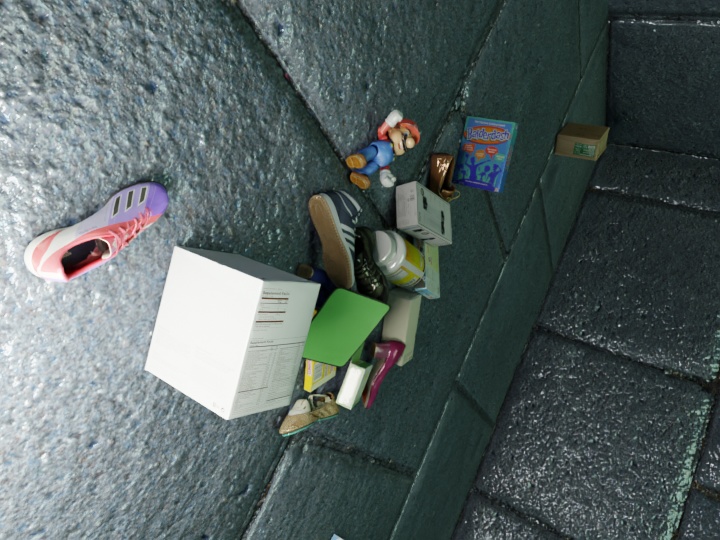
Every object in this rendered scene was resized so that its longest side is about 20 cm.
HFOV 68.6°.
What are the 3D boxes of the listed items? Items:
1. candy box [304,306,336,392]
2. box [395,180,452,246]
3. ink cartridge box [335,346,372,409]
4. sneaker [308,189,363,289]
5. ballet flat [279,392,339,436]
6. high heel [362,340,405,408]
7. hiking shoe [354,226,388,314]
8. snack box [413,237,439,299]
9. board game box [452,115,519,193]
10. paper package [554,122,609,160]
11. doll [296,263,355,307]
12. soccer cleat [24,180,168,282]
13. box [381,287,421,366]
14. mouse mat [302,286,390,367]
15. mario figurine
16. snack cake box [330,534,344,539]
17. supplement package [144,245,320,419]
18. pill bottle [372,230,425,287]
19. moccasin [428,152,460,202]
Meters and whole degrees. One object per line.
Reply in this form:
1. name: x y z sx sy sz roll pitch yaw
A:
1. candy box: -0.085 0.168 1.207 0.102 0.026 0.202 -24 125 -57
2. box: 0.168 -0.141 1.367 0.199 0.060 0.118 17 67 -53
3. ink cartridge box: 0.001 0.235 1.323 0.146 0.048 0.202 38 73 -80
4. sneaker: -0.033 -0.070 1.087 0.108 0.070 0.202 -32 110 -51
5. ballet flat: -0.120 0.323 1.212 0.199 0.070 0.066 -1 79 -61
6. high heel: 0.063 0.286 1.431 0.095 0.067 0.202 5 111 -21
7. hiking shoe: 0.000 0.000 1.157 0.100 0.075 0.202 0 72 -61
8. snack box: 0.183 -0.032 1.462 0.116 0.037 0.202 29 57 -60
9. board game box: 0.367 -0.343 1.559 0.045 0.151 0.202 -7 111 -56
10. paper package: 1.040 -0.608 2.480 0.190 0.199 0.104 -42 138 -39
11. doll: -0.060 0.041 1.135 0.199 0.048 0.138 27 71 -54
12. soccer cleat: -0.314 -0.049 0.669 0.200 0.073 0.069 -43 139 -39
13. box: 0.110 0.155 1.470 0.068 0.082 0.202 -20 124 -52
14. mouse mat: -0.044 0.127 1.134 0.160 0.008 0.201 21 114 -37
15. mario figurine: 0.066 -0.262 1.144 0.200 0.106 0.124 -45 175 -27
16. snack cake box: -0.086 0.898 1.552 0.201 0.067 0.115 -57 149 -23
17. supplement package: -0.196 0.088 0.818 0.147 0.190 0.202 7 100 -60
18. pill bottle: 0.079 -0.030 1.291 0.200 0.108 0.110 29 81 -60
19. moccasin: 0.233 -0.226 1.471 0.073 0.077 0.203 -28 129 -50
